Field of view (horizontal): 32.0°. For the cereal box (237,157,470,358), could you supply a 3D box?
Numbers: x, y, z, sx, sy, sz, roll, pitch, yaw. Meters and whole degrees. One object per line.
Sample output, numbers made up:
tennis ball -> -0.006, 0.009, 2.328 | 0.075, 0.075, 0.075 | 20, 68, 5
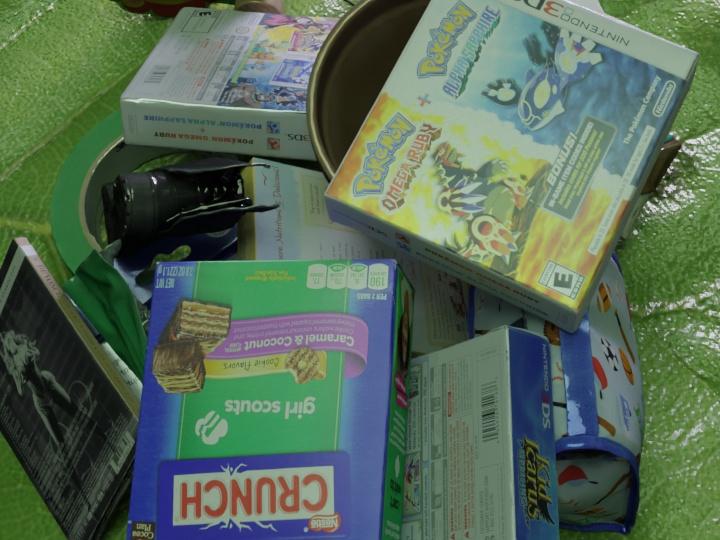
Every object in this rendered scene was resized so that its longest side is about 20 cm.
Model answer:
cereal box -> 0.000, 0.000, 0.974 | 0.198, 0.040, 0.146 | 11, 60, -26

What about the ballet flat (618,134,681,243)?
ballet flat -> 0.177, -0.049, 1.019 | 0.198, 0.068, 0.073 | -18, 86, -14

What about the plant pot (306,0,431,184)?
plant pot -> 0.062, -0.104, 0.905 | 0.198, 0.093, 0.204 | -1, 71, 3

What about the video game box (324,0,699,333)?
video game box -> 0.100, -0.088, 0.822 | 0.180, 0.047, 0.202 | 24, 73, 15

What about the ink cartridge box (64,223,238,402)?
ink cartridge box -> -0.116, 0.054, 0.980 | 0.195, 0.043, 0.201 | -34, 86, -9

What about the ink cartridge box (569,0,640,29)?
ink cartridge box -> 0.130, -0.153, 1.040 | 0.197, 0.129, 0.127 | -16, 63, -2

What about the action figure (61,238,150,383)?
action figure -> -0.137, 0.074, 0.914 | 0.054, 0.118, 0.201 | -35, 92, -20

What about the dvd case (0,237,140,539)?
dvd case -> -0.237, 0.097, 0.965 | 0.016, 0.149, 0.200 | -12, 54, -47

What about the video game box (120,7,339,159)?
video game box -> -0.086, -0.160, 1.052 | 0.179, 0.047, 0.201 | 3, 33, 7

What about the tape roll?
tape roll -> -0.162, -0.053, 1.070 | 0.197, 0.048, 0.203 | -2, 64, 5

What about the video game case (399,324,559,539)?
video game case -> 0.050, 0.156, 0.813 | 0.045, 0.180, 0.203 | 16, 65, -36

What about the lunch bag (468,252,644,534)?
lunch bag -> 0.140, 0.079, 0.885 | 0.122, 0.201, 0.172 | -3, 64, 5

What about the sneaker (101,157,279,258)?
sneaker -> -0.133, -0.049, 0.938 | 0.103, 0.200, 0.061 | -9, 89, -17

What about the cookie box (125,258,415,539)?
cookie box -> -0.055, 0.100, 0.808 | 0.169, 0.075, 0.203 | -1, 74, 15

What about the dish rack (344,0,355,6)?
dish rack -> -0.014, -0.293, 1.032 | 0.054, 0.199, 0.156 | -17, 73, 27

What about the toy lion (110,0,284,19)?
toy lion -> -0.152, -0.288, 1.108 | 0.189, 0.200, 0.070 | 7, 65, -11
